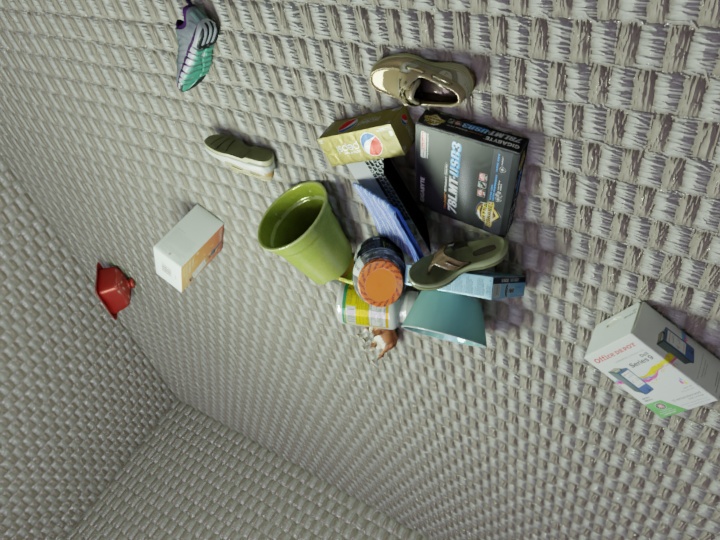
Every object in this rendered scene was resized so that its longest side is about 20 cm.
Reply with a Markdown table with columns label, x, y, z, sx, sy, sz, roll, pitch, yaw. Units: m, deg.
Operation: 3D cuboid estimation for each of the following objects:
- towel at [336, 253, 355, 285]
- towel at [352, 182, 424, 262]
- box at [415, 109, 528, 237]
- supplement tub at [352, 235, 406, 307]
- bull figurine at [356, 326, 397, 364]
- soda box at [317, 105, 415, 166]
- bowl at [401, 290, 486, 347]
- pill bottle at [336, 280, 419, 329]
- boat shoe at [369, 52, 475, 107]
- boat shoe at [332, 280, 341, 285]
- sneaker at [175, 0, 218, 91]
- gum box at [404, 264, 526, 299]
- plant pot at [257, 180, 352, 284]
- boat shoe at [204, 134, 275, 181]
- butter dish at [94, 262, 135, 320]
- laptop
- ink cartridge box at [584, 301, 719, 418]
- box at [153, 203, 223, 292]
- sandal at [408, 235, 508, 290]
| label | x | y | z | sx | sy | sz | roll | pitch | yaw |
| --- | --- | --- | --- | --- | --- | --- | --- | --- | --- |
| towel | 0.000 | 0.000 | 1.428 | 0.195 | 0.087 | 0.018 | 17 | 148 | 28 |
| towel | 0.055 | -0.101 | 1.210 | 0.146 | 0.024 | 0.200 | 58 | 172 | -33 |
| box | 0.194 | -0.175 | 1.057 | 0.194 | 0.050 | 0.203 | 22 | 145 | 21 |
| supplement tub | 0.042 | 0.002 | 1.267 | 0.122 | 0.123 | 0.200 | 42 | -169 | -9 |
| bull figurine | 0.051 | 0.161 | 1.559 | 0.065 | 0.120 | 0.202 | 40 | 161 | 40 |
| soda box | 0.011 | -0.257 | 1.119 | 0.196 | 0.065 | 0.069 | 2 | 134 | 44 |
| bowl | 0.196 | 0.099 | 1.299 | 0.194 | 0.108 | 0.201 | 13 | 173 | 2 |
| pill bottle | 0.045 | 0.085 | 1.437 | 0.193 | 0.115 | 0.115 | 5 | 140 | 13 |
| boat shoe | 0.092 | -0.312 | 0.969 | 0.195 | 0.065 | 0.073 | 18 | 143 | 29 |
| boat shoe | -0.110 | -0.020 | 1.524 | 0.196 | 0.072 | 0.069 | 26 | 143 | 16 |
| sneaker | -0.362 | -0.475 | 1.227 | 0.088 | 0.074 | 0.200 | 51 | 138 | 3 |
| gum box | 0.215 | 0.021 | 1.182 | 0.196 | 0.168 | 0.046 | 10 | 96 | 37 |
| plant pot | -0.115 | -0.074 | 1.379 | 0.196 | 0.204 | 0.185 | 4 | 147 | 41 |
| boat shoe | -0.295 | -0.269 | 1.396 | 0.196 | 0.075 | 0.070 | 24 | 140 | 20 |
| butter dish | -1.058 | 0.075 | 2.524 | 0.203 | 0.143 | 0.202 | 78 | 173 | -46 |
| laptop | 0.052 | -0.137 | 1.179 | 0.197 | 0.117 | 0.189 | -5 | 128 | 47 |
| ink cartridge box | 0.553 | 0.172 | 1.097 | 0.198 | 0.088 | 0.146 | 39 | 149 | 2 |
| box | -0.515 | -0.068 | 1.744 | 0.105 | 0.201 | 0.153 | 34 | 148 | 5 |
| sandal | 0.178 | -0.028 | 1.086 | 0.196 | 0.081 | 0.058 | -22 | 136 | 8 |
